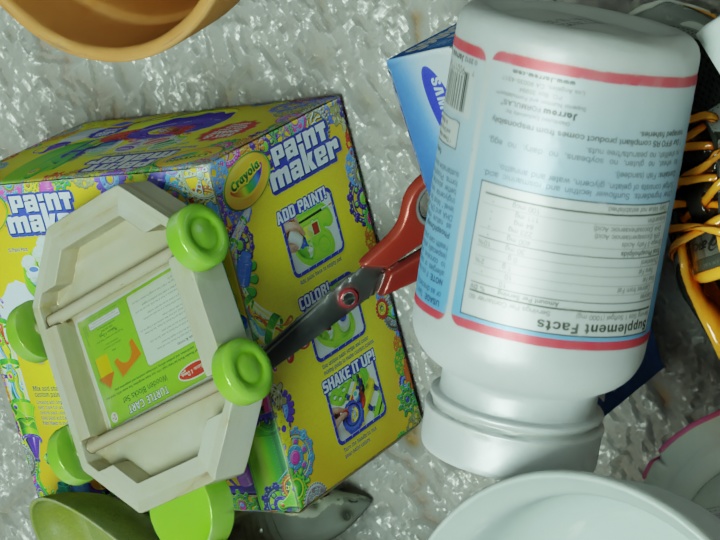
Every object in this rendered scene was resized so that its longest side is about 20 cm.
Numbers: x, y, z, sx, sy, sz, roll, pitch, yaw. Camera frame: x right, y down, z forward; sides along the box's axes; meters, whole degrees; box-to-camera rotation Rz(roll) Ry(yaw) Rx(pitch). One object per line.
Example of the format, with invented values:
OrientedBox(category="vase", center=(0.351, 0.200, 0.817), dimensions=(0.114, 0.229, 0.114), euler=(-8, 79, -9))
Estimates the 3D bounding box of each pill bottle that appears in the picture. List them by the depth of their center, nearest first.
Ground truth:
OrientedBox(category="pill bottle", center=(0.082, -0.014, 1.007), dimensions=(0.108, 0.108, 0.202), euler=(17, 106, 30))

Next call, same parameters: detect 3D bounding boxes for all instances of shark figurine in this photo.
OrientedBox(category="shark figurine", center=(-0.110, 0.169, 1.323), dimensions=(0.213, 0.128, 0.090), euler=(0, 104, 37))

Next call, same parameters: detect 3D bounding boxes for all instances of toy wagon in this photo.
OrientedBox(category="toy wagon", center=(-0.104, 0.061, 1.142), dimensions=(0.155, 0.039, 0.202), euler=(-27, 80, 43))

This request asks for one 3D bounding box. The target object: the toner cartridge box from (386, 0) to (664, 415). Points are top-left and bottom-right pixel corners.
OrientedBox(category="toner cartridge box", center=(0.083, -0.025, 1.111), dimensions=(0.043, 0.095, 0.202), euler=(-9, 106, 39))

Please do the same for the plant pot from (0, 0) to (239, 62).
OrientedBox(category="plant pot", center=(-0.100, -0.220, 1.129), dimensions=(0.199, 0.140, 0.202), euler=(17, 120, 30))

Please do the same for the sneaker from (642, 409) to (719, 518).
OrientedBox(category="sneaker", center=(0.160, 0.169, 1.062), dimensions=(0.088, 0.081, 0.201), euler=(34, 125, 32))

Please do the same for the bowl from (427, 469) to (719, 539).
OrientedBox(category="bowl", center=(0.120, 0.176, 0.993), dimensions=(0.200, 0.090, 0.203), euler=(9, 105, 36))

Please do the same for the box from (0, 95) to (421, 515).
OrientedBox(category="box", center=(-0.098, 0.020, 1.252), dimensions=(0.199, 0.122, 0.194), euler=(-2, 110, 39))

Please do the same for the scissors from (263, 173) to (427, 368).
OrientedBox(category="scissors", center=(0.000, 0.000, 1.150), dimensions=(0.014, 0.199, 0.074), euler=(-129, 16, -65))

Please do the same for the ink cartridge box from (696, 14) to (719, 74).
OrientedBox(category="ink cartridge box", center=(0.259, -0.062, 0.964), dimensions=(0.145, 0.083, 0.201), euler=(-33, 89, 42))

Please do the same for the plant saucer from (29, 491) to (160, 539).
OrientedBox(category="plant saucer", center=(-0.103, 0.191, 1.244), dimensions=(0.200, 0.031, 0.201), euler=(39, 157, 21))

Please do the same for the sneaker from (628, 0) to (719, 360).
OrientedBox(category="sneaker", center=(0.171, -0.031, 1.052), dimensions=(0.078, 0.077, 0.201), euler=(-25, 93, 43))
